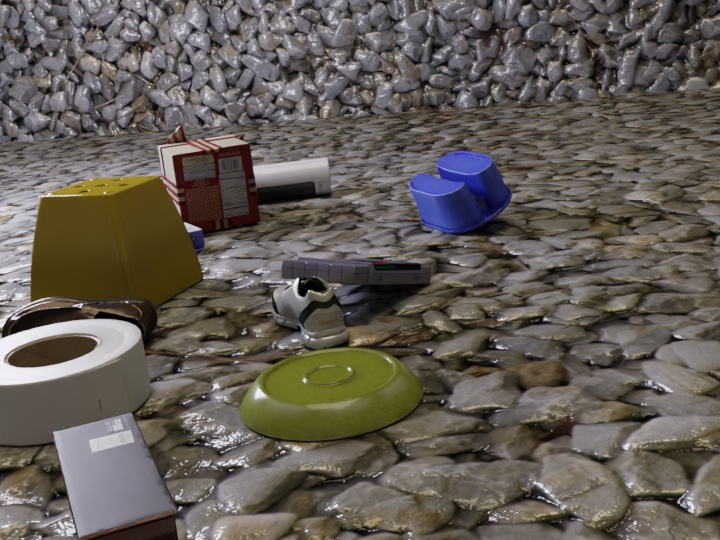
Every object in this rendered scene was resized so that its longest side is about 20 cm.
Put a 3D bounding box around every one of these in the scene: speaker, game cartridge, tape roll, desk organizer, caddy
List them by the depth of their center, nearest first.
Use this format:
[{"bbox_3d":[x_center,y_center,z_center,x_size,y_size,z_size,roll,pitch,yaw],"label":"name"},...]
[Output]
[{"bbox_3d":[-0.195,0.191,0.769,0.071,0.078,0.200,-12,17,-20],"label":"desk organizer"},{"bbox_3d":[-0.339,0.121,1.083,0.200,0.072,0.203,-6,15,2],"label":"tape roll"},{"bbox_3d":[0.000,0.000,1.349,0.129,0.039,0.199,0,0,34],"label":"game cartridge"},{"bbox_3d":[0.178,-0.131,1.708,0.141,0.106,0.200,-35,25,-15],"label":"caddy"},{"bbox_3d":[-0.162,-0.196,2.101,0.198,0.082,0.081,-7,16,-5],"label":"speaker"}]

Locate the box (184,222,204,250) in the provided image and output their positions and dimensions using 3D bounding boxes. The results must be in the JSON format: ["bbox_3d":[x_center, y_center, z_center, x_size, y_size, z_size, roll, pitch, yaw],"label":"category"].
[{"bbox_3d":[-0.370,-0.059,1.777,0.118,0.042,0.199,-15,16,-28],"label":"box"}]

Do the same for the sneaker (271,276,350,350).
[{"bbox_3d":[-0.067,0.038,1.254,0.073,0.081,0.200,-15,16,-21],"label":"sneaker"}]

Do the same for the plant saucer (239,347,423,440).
[{"bbox_3d":[-0.033,0.124,1.031,0.198,0.031,0.200,-6,15,2],"label":"plant saucer"}]

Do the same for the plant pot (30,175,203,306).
[{"bbox_3d":[-0.385,-0.045,1.485,0.198,0.178,0.200,0,18,23],"label":"plant pot"}]

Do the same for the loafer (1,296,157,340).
[{"bbox_3d":[-0.365,0.072,1.253,0.198,0.074,0.071,-10,15,-11],"label":"loafer"}]

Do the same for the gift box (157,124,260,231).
[{"bbox_3d":[-0.301,-0.190,1.933,0.183,0.202,0.187,-6,14,-20],"label":"gift box"}]
